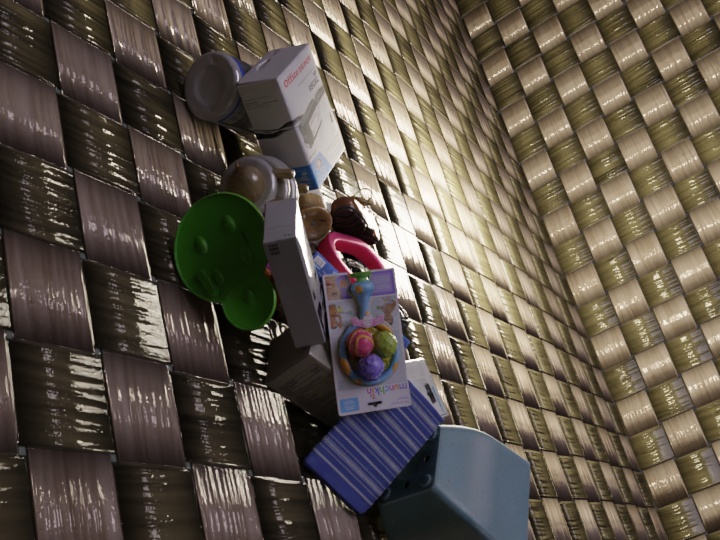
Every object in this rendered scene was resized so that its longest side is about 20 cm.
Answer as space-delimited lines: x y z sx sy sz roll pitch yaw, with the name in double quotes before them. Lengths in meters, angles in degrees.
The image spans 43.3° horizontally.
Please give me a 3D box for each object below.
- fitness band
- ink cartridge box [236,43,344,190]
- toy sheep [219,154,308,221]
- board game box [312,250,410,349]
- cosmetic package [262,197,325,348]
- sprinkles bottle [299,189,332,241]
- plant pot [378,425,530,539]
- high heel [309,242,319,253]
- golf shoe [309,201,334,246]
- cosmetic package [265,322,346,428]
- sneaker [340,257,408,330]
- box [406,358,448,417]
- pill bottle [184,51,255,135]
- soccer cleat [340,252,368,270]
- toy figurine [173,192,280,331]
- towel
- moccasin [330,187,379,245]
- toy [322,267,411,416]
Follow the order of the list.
"fitness band" 0.000 0.000 1.560 0.145 0.037 0.199 58 20 21
"ink cartridge box" -0.112 -0.253 1.517 0.146 0.082 0.203 -61 138 -49
"toy sheep" -0.156 -0.119 1.446 0.200 0.135 0.141 52 16 -72
"board game box" -0.026 0.061 1.402 0.200 0.135 0.035 44 69 -9
"cosmetic package" -0.088 0.006 1.253 0.084 0.049 0.203 -96 175 -47
"sprinkles bottle" -0.101 -0.130 1.589 0.068 0.068 0.201 44 13 -35
"plant pot" 0.134 0.361 1.444 0.200 0.194 0.198 43 39 -28
"high heel" -0.052 0.065 1.533 0.142 0.070 0.205 28 53 -48
"golf shoe" -0.090 -0.070 1.630 0.091 0.076 0.201 35 29 -4
"cosmetic package" -0.040 0.167 1.385 0.199 0.102 0.088 39 33 -31
"sneaker" -0.004 0.060 1.652 0.200 0.091 0.075 48 33 22
"box" 0.073 0.221 1.555 0.199 0.059 0.119 5 59 -64
"pill bottle" -0.202 -0.297 1.561 0.199 0.112 0.116 5 60 -64
"soccer cleat" 0.007 0.030 1.728 0.080 0.067 0.204 -6 69 -47
"toy figurine" -0.153 -0.003 1.325 0.202 0.149 0.184 58 13 14
"towel" 0.021 0.254 1.363 0.145 0.200 0.024 46 -7 -27
"moccasin" -0.007 -0.101 1.615 0.201 0.072 0.080 25 59 -68
"toy" 0.014 0.099 1.309 0.047 0.112 0.205 145 -62 -72
